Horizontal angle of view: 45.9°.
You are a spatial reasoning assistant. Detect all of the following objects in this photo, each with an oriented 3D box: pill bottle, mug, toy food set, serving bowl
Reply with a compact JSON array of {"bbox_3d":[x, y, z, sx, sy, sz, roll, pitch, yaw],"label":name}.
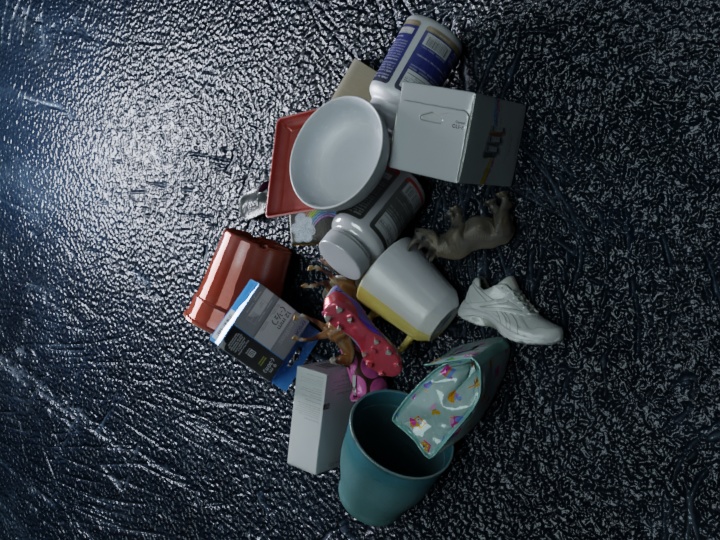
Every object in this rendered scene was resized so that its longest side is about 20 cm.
[{"bbox_3d":[0.085,-0.335,1.501,0.115,0.116,0.202,30,89,31],"label":"pill bottle"},{"bbox_3d":[0.093,0.057,1.550,0.153,0.149,0.188,41,144,18],"label":"mug"},{"bbox_3d":[0.019,-0.089,1.535,0.113,0.115,0.201,24,63,32],"label":"pill bottle"},{"bbox_3d":[0.023,-0.298,1.626,0.199,0.060,0.145,38,101,27],"label":"toy food set"},{"bbox_3d":[-0.026,-0.190,1.449,0.198,0.066,0.203,-13,67,33],"label":"serving bowl"}]

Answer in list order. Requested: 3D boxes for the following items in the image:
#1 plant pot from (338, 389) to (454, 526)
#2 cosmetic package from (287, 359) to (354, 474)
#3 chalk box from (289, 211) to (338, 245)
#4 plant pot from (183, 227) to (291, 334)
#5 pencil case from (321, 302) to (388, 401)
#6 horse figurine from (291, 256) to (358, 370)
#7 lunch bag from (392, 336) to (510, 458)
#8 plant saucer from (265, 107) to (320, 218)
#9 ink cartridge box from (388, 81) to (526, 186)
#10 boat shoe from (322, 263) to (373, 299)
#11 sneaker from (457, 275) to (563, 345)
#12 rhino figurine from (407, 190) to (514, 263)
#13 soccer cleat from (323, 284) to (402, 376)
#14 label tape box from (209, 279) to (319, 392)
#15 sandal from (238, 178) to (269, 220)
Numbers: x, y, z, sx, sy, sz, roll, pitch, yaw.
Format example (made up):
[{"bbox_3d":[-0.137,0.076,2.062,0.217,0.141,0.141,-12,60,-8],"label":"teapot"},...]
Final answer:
[{"bbox_3d":[0.047,0.357,1.560,0.200,0.199,0.190,43,130,26],"label":"plant pot"},{"bbox_3d":[-0.074,0.287,1.683,0.080,0.112,0.204,10,99,35],"label":"cosmetic package"},{"bbox_3d":[-0.059,-0.153,1.645,0.123,0.123,0.204,-3,89,36],"label":"chalk box"},{"bbox_3d":[-0.239,0.029,1.753,0.199,0.200,0.198,24,97,32],"label":"plant pot"},{"bbox_3d":[-0.013,0.148,1.628,0.090,0.093,0.203,-23,85,43],"label":"pencil case"},{"bbox_3d":[-0.052,0.069,1.561,0.050,0.131,0.203,155,129,-67],"label":"horse figurine"},{"bbox_3d":[0.169,0.202,1.465,0.122,0.170,0.201,41,114,18],"label":"lunch bag"},{"bbox_3d":[-0.080,-0.198,1.557,0.198,0.037,0.203,-6,72,36],"label":"plant saucer"},{"bbox_3d":[0.164,-0.226,1.431,0.144,0.199,0.147,17,102,34],"label":"ink cartridge box"},{"bbox_3d":[0.000,0.000,1.661,0.200,0.072,0.063,-39,27,36],"label":"boat shoe"},{"bbox_3d":[0.259,0.063,1.453,0.198,0.077,0.101,21,100,32],"label":"sneaker"},{"bbox_3d":[0.175,-0.066,1.482,0.197,0.060,0.089,-18,79,7],"label":"rhino figurine"},{"bbox_3d":[0.009,0.109,1.520,0.066,0.077,0.200,-33,115,28],"label":"soccer cleat"},{"bbox_3d":[-0.173,0.134,1.668,0.144,0.199,0.066,-56,24,-10],"label":"label tape box"},{"bbox_3d":[-0.190,-0.157,1.783,0.199,0.048,0.076,-27,77,34],"label":"sandal"}]
